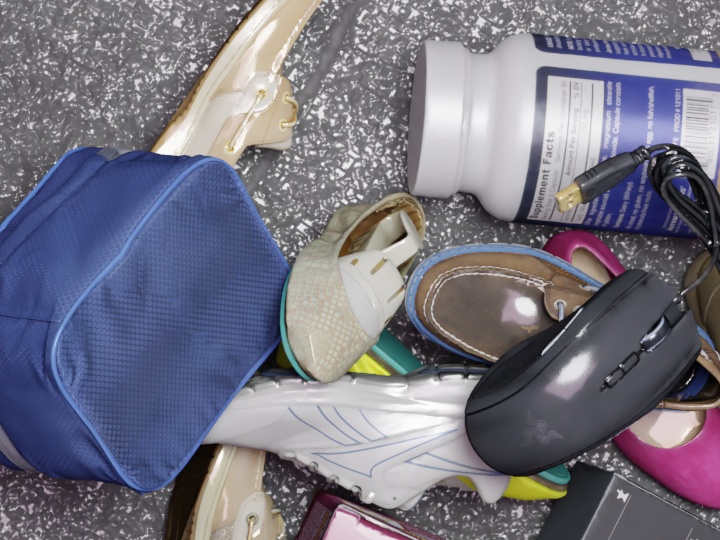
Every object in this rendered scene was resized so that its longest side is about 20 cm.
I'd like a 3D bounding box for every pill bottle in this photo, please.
[{"bbox_3d":[0.132,-0.083,1.570,0.200,0.116,0.116,6,87,-4],"label":"pill bottle"}]

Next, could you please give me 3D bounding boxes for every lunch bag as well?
[{"bbox_3d":[-0.143,0.018,1.476,0.200,0.132,0.136,-51,130,-33],"label":"lunch bag"}]

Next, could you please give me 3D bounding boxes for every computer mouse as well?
[{"bbox_3d":[0.134,0.022,1.437,0.200,0.046,0.140,-32,108,-3],"label":"computer mouse"}]

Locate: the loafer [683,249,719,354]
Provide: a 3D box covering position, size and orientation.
[{"bbox_3d":[0.259,0.077,1.597,0.076,0.067,0.200,-28,90,-5],"label":"loafer"}]

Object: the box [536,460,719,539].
[{"bbox_3d":[0.154,0.236,1.568,0.141,0.079,0.200,29,85,-15],"label":"box"}]

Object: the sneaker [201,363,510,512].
[{"bbox_3d":[0.000,0.098,1.513,0.200,0.075,0.087,1,93,-3],"label":"sneaker"}]

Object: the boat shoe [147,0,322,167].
[{"bbox_3d":[-0.072,-0.093,1.579,0.069,0.074,0.200,35,95,-5],"label":"boat shoe"}]

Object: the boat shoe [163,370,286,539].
[{"bbox_3d":[-0.079,0.159,1.568,0.065,0.072,0.200,17,85,-17],"label":"boat shoe"}]

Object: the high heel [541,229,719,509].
[{"bbox_3d":[0.173,0.061,1.576,0.067,0.096,0.200,-30,90,-5],"label":"high heel"}]

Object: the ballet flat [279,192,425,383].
[{"bbox_3d":[0.000,0.000,1.516,0.062,0.200,0.067,-25,108,19],"label":"ballet flat"}]

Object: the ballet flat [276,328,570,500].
[{"bbox_3d":[0.033,0.090,1.587,0.200,0.067,0.067,37,106,0],"label":"ballet flat"}]

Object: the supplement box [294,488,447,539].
[{"bbox_3d":[0.019,0.199,1.506,0.131,0.200,0.103,24,86,-2],"label":"supplement box"}]

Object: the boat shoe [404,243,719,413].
[{"bbox_3d":[0.125,0.035,1.501,0.200,0.072,0.072,13,100,-19],"label":"boat shoe"}]
